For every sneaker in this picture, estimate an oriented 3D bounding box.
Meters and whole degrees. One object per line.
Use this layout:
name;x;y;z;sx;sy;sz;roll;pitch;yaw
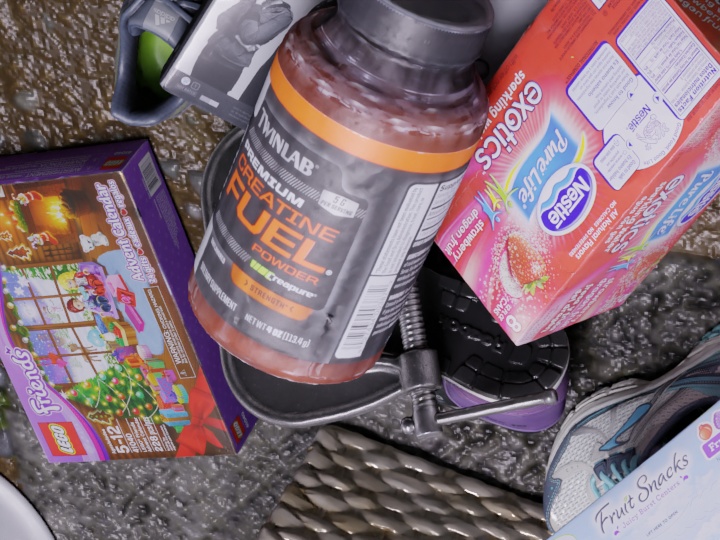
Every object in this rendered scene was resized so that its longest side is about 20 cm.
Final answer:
sneaker;0.022;0.034;1.219;0.200;0.076;0.088;30;161;20
sneaker;-0.079;-0.151;1.123;0.074;0.081;0.200;23;129;6
sneaker;0.160;0.099;1.195;0.078;0.086;0.200;40;129;-6

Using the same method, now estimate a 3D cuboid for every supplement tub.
supplement tub;-0.006;-0.051;1.057;0.107;0.107;0.200;26;120;4

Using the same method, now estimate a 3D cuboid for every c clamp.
c clamp;0.000;0.000;1.169;0.170;0.027;0.201;-18;75;14

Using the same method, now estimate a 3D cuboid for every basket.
basket;0.020;0.227;1.277;0.199;0.198;0.161;22;127;8

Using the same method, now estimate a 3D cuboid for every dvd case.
dvd case;0.014;-0.137;1.079;0.150;0.025;0.200;27;117;-17

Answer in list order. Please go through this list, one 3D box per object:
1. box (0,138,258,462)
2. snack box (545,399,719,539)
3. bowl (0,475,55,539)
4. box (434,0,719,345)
box;-0.156;0.023;1.308;0.136;0.039;0.201;-5;121;27
snack box;0.202;0.130;1.115;0.169;0.200;0.068;-42;60;24
bowl;-0.304;0.211;1.473;0.200;0.090;0.202;12;128;16
box;0.123;-0.069;1.067;0.100;0.095;0.200;53;132;19
